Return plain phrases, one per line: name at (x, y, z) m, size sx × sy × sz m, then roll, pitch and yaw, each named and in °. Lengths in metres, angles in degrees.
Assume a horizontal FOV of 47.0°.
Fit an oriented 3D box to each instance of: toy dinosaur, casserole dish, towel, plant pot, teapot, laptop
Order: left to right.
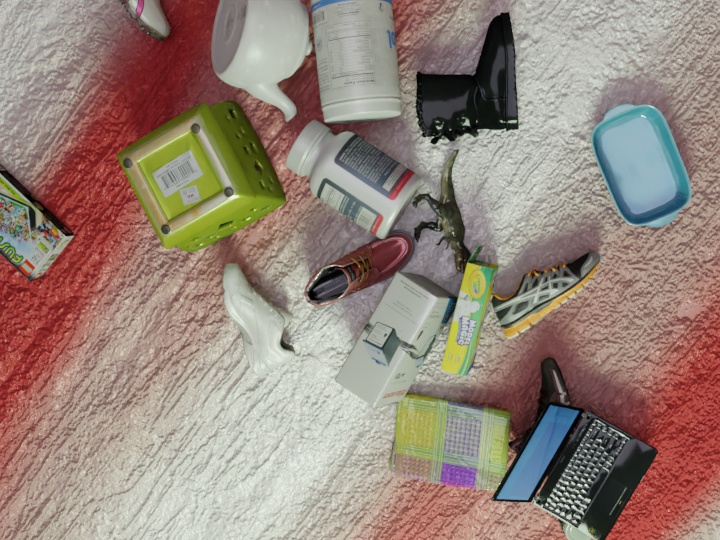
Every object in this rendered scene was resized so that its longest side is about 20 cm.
plant pot at (-0.262, -0.152, 1.338) m, size 0.199 × 0.181 × 0.200 m, roll -27°, pitch 91°, yaw 10°
teapot at (-0.144, -0.380, 1.323) m, size 0.145 × 0.198 × 0.201 m, roll 7°, pitch 130°, yaw -29°
toy dinosaur at (0.130, -0.092, 1.358) m, size 0.087 × 0.047 × 0.202 m, roll -8°, pitch 93°, yaw -6°
towel at (0.147, 0.286, 1.385) m, size 0.198 × 0.023 × 0.145 m, roll 6°, pitch 94°, yaw 15°
laptop at (0.330, 0.312, 1.267) m, size 0.199 × 0.103 × 0.178 m, roll 29°, pitch 100°, yaw 7°
casserole dish at (0.441, -0.166, 1.313) m, size 0.120 × 0.039 × 0.201 m, roll -23°, pitch 92°, yaw 9°

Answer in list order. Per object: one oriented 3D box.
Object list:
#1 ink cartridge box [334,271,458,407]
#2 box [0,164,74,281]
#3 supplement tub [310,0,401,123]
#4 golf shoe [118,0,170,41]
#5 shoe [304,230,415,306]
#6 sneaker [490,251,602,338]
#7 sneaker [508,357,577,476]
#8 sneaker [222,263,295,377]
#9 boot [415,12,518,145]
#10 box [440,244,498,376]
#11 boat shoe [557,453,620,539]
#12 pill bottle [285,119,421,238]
ink cartridge box at (0.062, 0.109, 1.325) m, size 0.086 × 0.146 × 0.201 m, roll 31°, pitch 98°, yaw 20°
box at (-0.615, -0.089, 1.464) m, size 0.200 × 0.035 × 0.110 m, roll 42°, pitch 99°, yaw 2°
supplement tub at (-0.006, -0.342, 1.312) m, size 0.131 × 0.132 × 0.202 m, roll -6°, pitch 95°, yaw 8°
golf shoe at (-0.367, -0.481, 1.379) m, size 0.092 × 0.073 × 0.201 m, roll -31°, pitch 90°, yaw 7°
shoe at (0.000, 0.000, 1.359) m, size 0.199 × 0.091 × 0.072 m, roll -29°, pitch 91°, yaw 9°
sneaker at (0.298, 0.026, 1.331) m, size 0.199 × 0.078 × 0.077 m, roll -36°, pitch 80°, yaw 8°
sneaker at (0.291, 0.249, 1.350) m, size 0.115 × 0.076 × 0.202 m, roll -14°, pitch 93°, yaw 12°
sneaker at (-0.168, 0.073, 1.404) m, size 0.099 × 0.078 × 0.201 m, roll -21°, pitch 101°, yaw 2°
boot at (0.168, -0.304, 1.325) m, size 0.161 × 0.073 × 0.200 m, roll -3°, pitch 95°, yaw 11°
box at (0.180, 0.060, 1.326) m, size 0.048 × 0.117 × 0.202 m, roll 13°, pitch 96°, yaw 13°
boat shoe at (0.391, 0.349, 1.350) m, size 0.075 × 0.060 × 0.200 m, roll 38°, pitch 97°, yaw -17°
pill bottle at (-0.014, -0.152, 1.335) m, size 0.199 × 0.120 × 0.120 m, roll 34°, pitch 98°, yaw 4°
